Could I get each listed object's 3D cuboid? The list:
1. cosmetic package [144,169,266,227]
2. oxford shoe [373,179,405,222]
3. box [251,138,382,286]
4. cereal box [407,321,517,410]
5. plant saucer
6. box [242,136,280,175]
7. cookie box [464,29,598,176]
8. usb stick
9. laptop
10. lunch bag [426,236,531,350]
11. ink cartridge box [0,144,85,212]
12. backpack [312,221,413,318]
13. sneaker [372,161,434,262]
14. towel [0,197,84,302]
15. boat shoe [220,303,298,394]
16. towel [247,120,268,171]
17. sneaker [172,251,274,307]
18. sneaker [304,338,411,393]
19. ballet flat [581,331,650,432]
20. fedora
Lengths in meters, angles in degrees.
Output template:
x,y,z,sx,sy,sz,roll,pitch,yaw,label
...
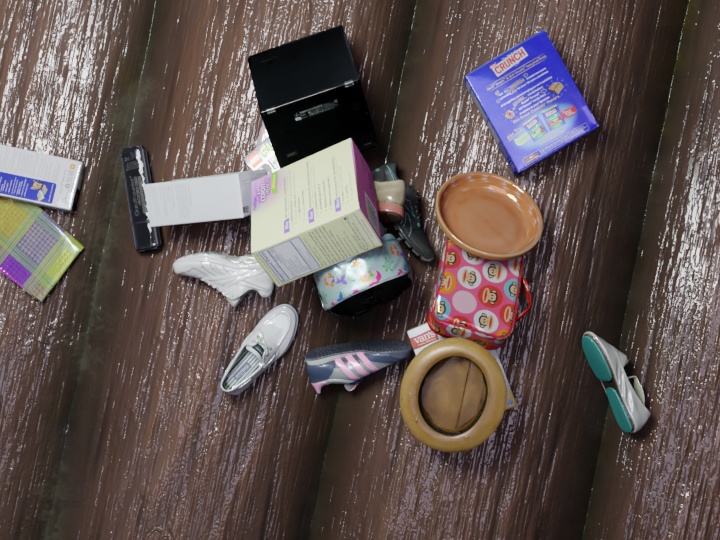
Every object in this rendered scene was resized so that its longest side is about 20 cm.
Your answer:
x,y,z,sx,sy,sz,roll,pitch,yaw,label
-0.274,-0.130,1.547,0.197,0.113,0.082,-6,99,20,cosmetic package
-0.006,-0.132,1.544,0.197,0.070,0.076,6,76,25,oxford shoe
-0.077,-0.097,1.443,0.198,0.097,0.177,-21,45,14,box
0.185,0.178,1.578,0.142,0.040,0.202,-22,87,2,cereal box
0.227,-0.093,1.540,0.197,0.038,0.202,7,51,-8,plant saucer
-0.106,-0.226,1.577,0.199,0.035,0.110,-40,88,2,box
0.308,-0.303,1.565,0.170,0.075,0.202,-29,87,3,cookie box
-0.415,-0.134,1.626,0.055,0.033,0.203,-10,88,10,usb stick
-0.086,-0.306,1.554,0.185,0.116,0.202,-17,117,3,laptop
0.219,0.033,1.530,0.174,0.082,0.202,15,65,2,lunch bag
-0.628,-0.177,1.623,0.197,0.037,0.096,12,81,-4,ink cartridge box
0.000,0.000,1.514,0.176,0.200,0.152,-23,87,3,backpack
0.084,-0.107,1.575,0.079,0.075,0.201,-35,87,0,sneaker
-0.641,-0.055,1.643,0.199,0.023,0.144,39,90,3,towel
-0.184,0.150,1.587,0.073,0.067,0.201,35,91,3,boat shoe
-0.101,-0.231,1.610,0.188,0.032,0.203,16,90,3,towel
-0.251,0.017,1.592,0.197,0.078,0.101,3,92,4,sneaker
0.000,0.177,1.584,0.197,0.070,0.083,-7,105,6,sneaker
0.465,0.193,1.556,0.069,0.069,0.202,-25,91,2,ballet flat
0.164,0.215,1.518,0.197,0.082,0.204,1,94,7,fedora
